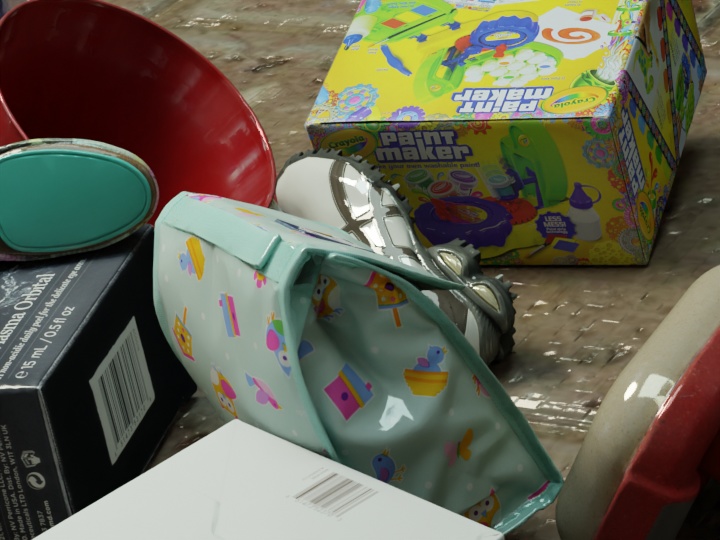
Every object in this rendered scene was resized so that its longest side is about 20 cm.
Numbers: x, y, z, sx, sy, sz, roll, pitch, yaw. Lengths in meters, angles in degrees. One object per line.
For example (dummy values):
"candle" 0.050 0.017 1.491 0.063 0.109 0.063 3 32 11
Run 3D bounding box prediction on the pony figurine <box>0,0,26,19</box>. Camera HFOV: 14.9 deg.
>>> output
"pony figurine" -0.238 -0.166 2.021 0.165 0.201 0.194 7 45 20

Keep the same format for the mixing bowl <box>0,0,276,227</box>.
"mixing bowl" -0.164 -0.062 1.714 0.199 0.109 0.201 26 35 -20

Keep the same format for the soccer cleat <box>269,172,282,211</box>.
"soccer cleat" -0.059 0.002 1.718 0.073 0.068 0.200 -28 23 21

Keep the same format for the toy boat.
"toy boat" 0.194 0.087 1.384 0.130 0.131 0.200 31 40 12

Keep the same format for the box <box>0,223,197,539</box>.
"box" -0.224 0.071 1.565 0.199 0.118 0.197 -4 26 18

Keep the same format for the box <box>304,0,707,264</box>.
"box" 0.096 -0.111 1.752 0.199 0.122 0.193 1 43 23

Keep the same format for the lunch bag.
"lunch bag" -0.012 0.046 1.394 0.122 0.200 0.170 -40 26 -13

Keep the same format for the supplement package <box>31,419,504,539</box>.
"supplement package" -0.044 0.174 1.279 0.155 0.112 0.199 -29 31 -32

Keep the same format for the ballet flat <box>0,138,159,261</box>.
"ballet flat" -0.214 -0.033 1.579 0.199 0.070 0.071 -13 4 -3

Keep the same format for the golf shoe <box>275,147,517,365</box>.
"golf shoe" 0.000 0.000 1.628 0.094 0.078 0.200 -35 49 -22
